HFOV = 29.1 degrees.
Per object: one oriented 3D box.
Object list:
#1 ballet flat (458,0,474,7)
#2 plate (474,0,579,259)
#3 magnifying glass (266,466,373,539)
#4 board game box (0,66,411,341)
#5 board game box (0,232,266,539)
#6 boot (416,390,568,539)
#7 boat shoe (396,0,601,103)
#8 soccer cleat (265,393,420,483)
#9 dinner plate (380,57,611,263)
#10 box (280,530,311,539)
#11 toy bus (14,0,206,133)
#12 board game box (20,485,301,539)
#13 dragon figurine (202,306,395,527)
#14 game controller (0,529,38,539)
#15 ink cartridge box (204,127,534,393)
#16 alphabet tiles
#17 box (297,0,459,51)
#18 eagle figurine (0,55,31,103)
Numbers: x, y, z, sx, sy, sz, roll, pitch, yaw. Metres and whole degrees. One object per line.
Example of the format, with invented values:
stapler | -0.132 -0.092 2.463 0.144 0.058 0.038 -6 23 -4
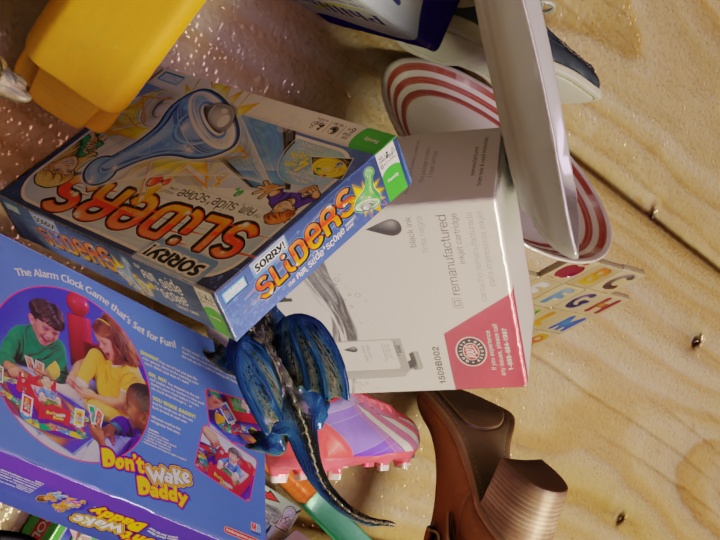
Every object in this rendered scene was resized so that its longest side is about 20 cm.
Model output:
ballet flat | 0.109 -0.254 0.962 0.200 0.069 0.070 -52 139 -39
plate | 0.100 -0.119 0.845 0.200 0.032 0.200 -56 134 -73
magnifying glass | -0.031 0.175 1.024 0.022 0.080 0.200 -46 125 -12
board game box | -0.089 -0.044 0.760 0.135 0.200 0.034 -43 132 -26
board game box | -0.141 0.081 0.784 0.200 0.045 0.135 31 40 -35
boot | 0.075 0.185 1.061 0.077 0.200 0.155 10 110 -34
boat shoe | 0.104 -0.169 1.009 0.200 0.075 0.062 14 74 -35
soccer cleat | -0.009 0.107 0.997 0.200 0.067 0.077 2 86 -64
dinner plate | 0.092 -0.074 0.970 0.200 0.200 0.024 1 136 -47
box | -0.010 0.316 0.994 0.097 0.176 0.200 -36 141 -38
toy bus | -0.109 -0.150 0.710 0.065 0.078 0.200 35 121 -14
board game box | -0.134 0.181 0.940 0.200 0.029 0.135 42 74 -47
dragon figurine | -0.043 0.060 0.784 0.059 0.200 0.099 -23 167 -15
game controller | -0.268 0.189 0.776 0.200 0.042 0.104 17 96 -42
ink cartridge box | 0.000 0.000 0.867 0.083 0.200 0.147 -75 156 -53
alphabet tiles | 0.107 0.039 1.044 0.166 0.200 0.006 13 54 -50
box | -0.007 -0.260 0.829 0.200 0.105 0.184 25 88 -50
eagle figurine | -0.201 -0.180 0.663 0.152 0.151 0.200 106 -20 -77
